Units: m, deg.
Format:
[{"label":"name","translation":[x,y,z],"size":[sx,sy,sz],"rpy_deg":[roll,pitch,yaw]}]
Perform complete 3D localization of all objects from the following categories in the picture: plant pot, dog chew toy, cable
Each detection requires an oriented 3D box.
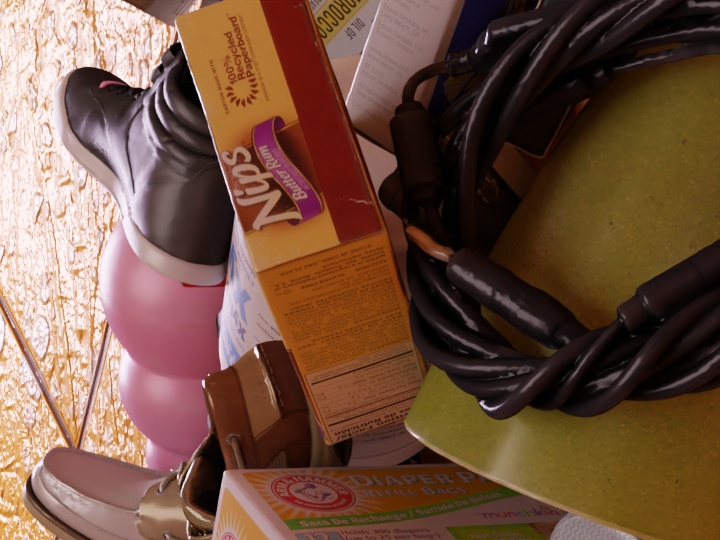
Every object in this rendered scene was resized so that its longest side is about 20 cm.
[{"label":"plant pot","translation":[0.137,-0.002,1.062],"size":[0.187,0.187,0.201],"rpy_deg":[26,98,61]},{"label":"dog chew toy","translation":[-0.089,0.051,1.553],"size":[0.125,0.124,0.201],"rpy_deg":[-137,41,-55]},{"label":"cable","translation":[0.098,-0.029,0.969],"size":[0.200,0.051,0.164],"rpy_deg":[-9,66,29]}]

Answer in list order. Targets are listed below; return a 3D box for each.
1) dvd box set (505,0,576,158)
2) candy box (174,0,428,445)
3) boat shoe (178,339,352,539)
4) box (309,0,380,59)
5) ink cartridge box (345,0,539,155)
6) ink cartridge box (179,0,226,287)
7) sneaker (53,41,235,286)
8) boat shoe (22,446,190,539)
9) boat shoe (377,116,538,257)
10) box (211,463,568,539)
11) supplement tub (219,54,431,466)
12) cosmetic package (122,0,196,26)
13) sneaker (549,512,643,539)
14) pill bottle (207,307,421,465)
[{"label":"dvd box set","translation":[0.117,-0.152,1.098],"size":[0.200,0.029,0.147],"rpy_deg":[-56,-9,-53]},{"label":"candy box","translation":[-0.018,-0.019,1.081],"size":[0.200,0.056,0.117],"rpy_deg":[75,177,-67]},{"label":"boat shoe","translation":[-0.052,0.103,1.266],"size":[0.200,0.074,0.076],"rpy_deg":[96,158,-46]},{"label":"box","translation":[0.005,-0.136,1.304],"size":[0.200,0.049,0.082],"rpy_deg":[45,146,-3]},{"label":"ink cartridge box","translation":[0.079,-0.170,1.149],"size":[0.047,0.198,0.200],"rpy_deg":[31,127,17]},{"label":"ink cartridge box","translation":[-0.036,-0.089,1.442],"size":[0.067,0.116,0.200],"rpy_deg":[58,139,45]},{"label":"sneaker","translation":[-0.098,-0.082,1.374],"size":[0.099,0.071,0.200],"rpy_deg":[-65,32,21]},{"label":"boat shoe","translation":[-0.093,0.139,1.509],"size":[0.075,0.200,0.069],"rpy_deg":[-59,-12,-60]},{"label":"boat shoe","translation":[0.068,-0.001,1.173],"size":[0.072,0.060,0.202],"rpy_deg":[53,-179,39]},{"label":"box","translation":[0.038,0.155,1.200],"size":[0.112,0.199,0.102],"rpy_deg":[41,126,56]},{"label":"supplement tub","translation":[0.000,0.000,1.300],"size":[0.200,0.132,0.132],"rpy_deg":[103,155,-57]},{"label":"cosmetic package","translation":[-0.119,-0.197,1.347],"size":[0.071,0.200,0.105],"rpy_deg":[38,96,12]},{"label":"sneaker","translation":[0.169,0.155,1.094],"size":[0.200,0.071,0.073],"rpy_deg":[42,125,29]},{"label":"pill bottle","translation":[-0.022,0.112,1.419],"size":[0.112,0.112,0.201],"rpy_deg":[-42,53,56]}]
